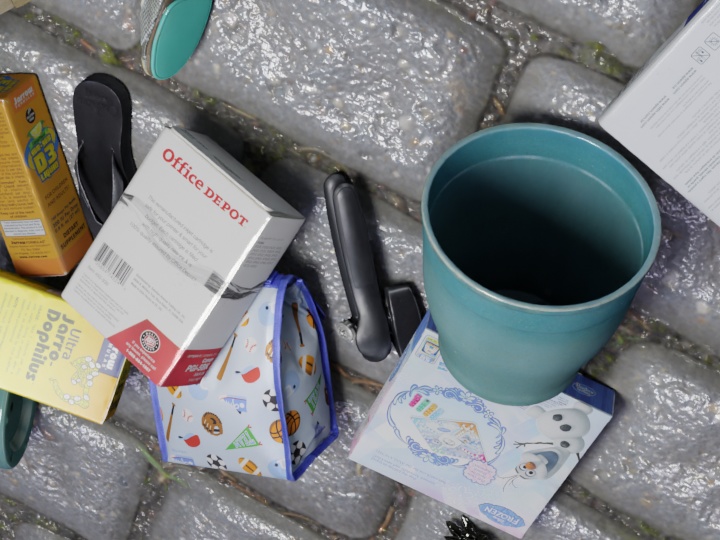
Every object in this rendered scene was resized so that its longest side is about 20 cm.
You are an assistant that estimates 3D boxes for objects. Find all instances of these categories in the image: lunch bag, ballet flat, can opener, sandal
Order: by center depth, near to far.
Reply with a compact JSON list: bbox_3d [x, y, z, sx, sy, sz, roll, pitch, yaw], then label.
[{"bbox_3d":[-0.162,-0.267,1.467,0.072,0.072,0.201,31,129,4],"label":"ballet flat"},{"bbox_3d":[0.000,0.000,1.569,0.063,0.078,0.202,27,139,61],"label":"can opener"},{"bbox_3d":[-0.259,-0.097,1.630,0.075,0.043,0.202,7,123,22],"label":"sandal"},{"bbox_3d":[-0.122,0.090,1.634,0.168,0.124,0.202,2,115,27],"label":"lunch bag"}]

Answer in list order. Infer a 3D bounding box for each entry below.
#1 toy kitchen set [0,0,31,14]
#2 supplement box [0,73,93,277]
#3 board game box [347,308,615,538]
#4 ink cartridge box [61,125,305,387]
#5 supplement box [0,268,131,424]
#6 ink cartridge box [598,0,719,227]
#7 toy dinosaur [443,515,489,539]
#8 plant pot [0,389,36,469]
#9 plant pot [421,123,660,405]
[{"bbox_3d":[-0.382,-0.239,1.553,0.164,0.199,0.181,52,166,38],"label":"toy kitchen set"},{"bbox_3d":[-0.340,-0.095,1.656,0.068,0.067,0.202,-2,120,27],"label":"supplement box"},{"bbox_3d":[0.115,0.151,1.592,0.198,0.044,0.200,25,128,-5],"label":"board game box"},{"bbox_3d":[-0.167,-0.013,1.545,0.146,0.083,0.201,40,104,20],"label":"ink cartridge box"},{"bbox_3d":[-0.335,0.072,1.686,0.198,0.109,0.111,19,90,-2],"label":"supplement box"},{"bbox_3d":[0.329,-0.128,1.327,0.199,0.043,0.197,39,128,-5],"label":"ink cartridge box"},{"bbox_3d":[0.108,0.341,1.730,0.197,0.103,0.137,1,139,4],"label":"toy dinosaur"},{"bbox_3d":[-0.463,0.143,1.801,0.186,0.201,0.202,8,125,3],"label":"plant pot"},{"bbox_3d":[0.144,0.011,1.414,0.198,0.201,0.189,21,143,12],"label":"plant pot"}]
